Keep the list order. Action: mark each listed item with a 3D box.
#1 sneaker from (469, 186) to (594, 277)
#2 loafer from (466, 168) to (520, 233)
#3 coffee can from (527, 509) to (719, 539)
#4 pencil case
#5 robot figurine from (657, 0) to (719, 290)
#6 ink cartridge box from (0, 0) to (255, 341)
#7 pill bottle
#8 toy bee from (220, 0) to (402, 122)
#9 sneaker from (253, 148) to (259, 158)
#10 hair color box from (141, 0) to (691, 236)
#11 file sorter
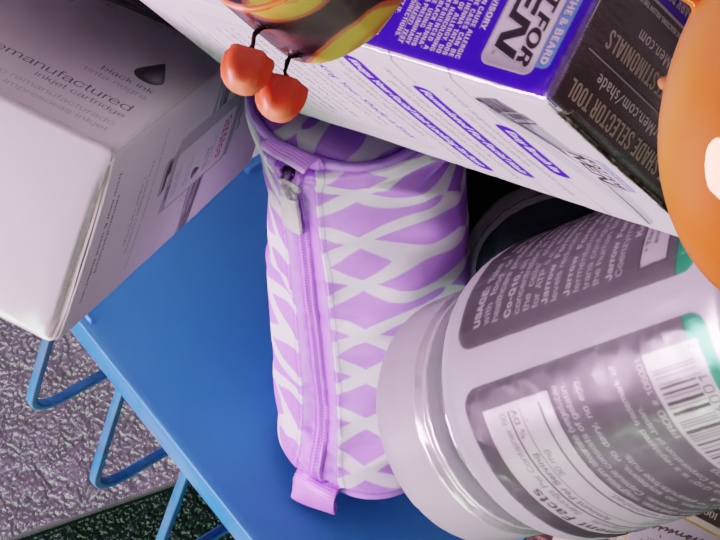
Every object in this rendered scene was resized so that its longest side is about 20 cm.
[{"bbox_3d":[0.145,0.036,1.132,0.202,0.077,0.146,20,-163,-19],"label":"sneaker"},{"bbox_3d":[0.029,-0.032,1.236,0.200,0.073,0.072,35,173,-40],"label":"loafer"},{"bbox_3d":[0.140,0.128,1.432,0.146,0.201,0.146,26,172,4],"label":"coffee can"},{"bbox_3d":[0.000,0.000,1.132,0.084,0.086,0.201,16,139,21],"label":"pencil case"},{"bbox_3d":[0.156,-0.024,0.698,0.199,0.117,0.144,23,-149,19],"label":"robot figurine"},{"bbox_3d":[-0.126,-0.071,1.097,0.146,0.083,0.200,25,-154,8],"label":"ink cartridge box"},{"bbox_3d":[0.101,0.032,1.031,0.113,0.114,0.200,30,150,-27],"label":"pill bottle"},{"bbox_3d":[-0.027,-0.102,0.812,0.131,0.109,0.200,33,170,-29],"label":"toy bee"},{"bbox_3d":[-0.124,-0.092,1.325,0.199,0.078,0.099,21,167,27],"label":"sneaker"},{"bbox_3d":[0.025,-0.079,0.957,0.200,0.065,0.109,22,171,40],"label":"hair color box"},{"bbox_3d":[-0.032,0.075,1.269,0.200,0.139,0.123,50,149,18],"label":"file sorter"}]
